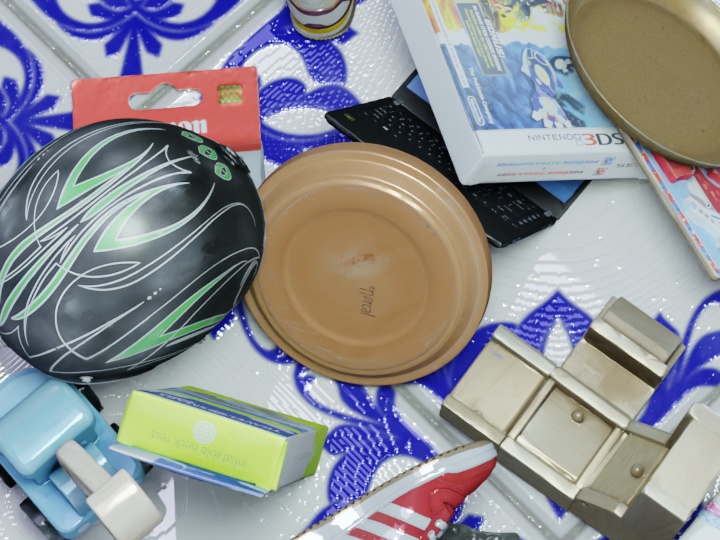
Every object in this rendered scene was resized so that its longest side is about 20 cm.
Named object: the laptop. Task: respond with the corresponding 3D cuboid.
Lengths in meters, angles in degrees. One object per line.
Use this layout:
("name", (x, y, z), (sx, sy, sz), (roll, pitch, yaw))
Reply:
("laptop", (0.101, -0.121, 1.721), (0.177, 0.200, 0.103), (37, 113, 15))

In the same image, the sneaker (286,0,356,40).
("sneaker", (-0.033, -0.297, 1.797), (0.075, 0.090, 0.200), (-5, 71, 1))

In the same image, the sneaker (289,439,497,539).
("sneaker", (0.032, 0.212, 1.567), (0.200, 0.071, 0.113), (-31, 77, -2))

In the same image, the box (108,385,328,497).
("box", (-0.101, 0.123, 1.593), (0.122, 0.200, 0.048), (16, 91, 8))

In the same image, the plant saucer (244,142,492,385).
("plant saucer", (0.000, 0.000, 1.651), (0.200, 0.200, 0.032), (15, 29, 8))

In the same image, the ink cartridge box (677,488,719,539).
("ink cartridge box", (0.308, 0.219, 1.568), (0.145, 0.145, 0.200), (40, 78, 15))

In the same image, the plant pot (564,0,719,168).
("plant pot", (0.240, -0.157, 1.699), (0.200, 0.027, 0.200), (18, 49, -22))

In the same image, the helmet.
("helmet", (-0.183, -0.015, 1.600), (0.200, 0.191, 0.200), (9, 106, 33))

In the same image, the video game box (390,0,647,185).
("video game box", (0.133, -0.162, 1.713), (0.182, 0.047, 0.200), (-2, 59, -31))

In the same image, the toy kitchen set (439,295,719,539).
("toy kitchen set", (0.190, 0.083, 1.603), (0.200, 0.180, 0.163), (35, 75, 9))

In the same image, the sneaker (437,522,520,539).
("sneaker", (0.012, 0.215, 1.633), (0.200, 0.060, 0.104), (19, 74, 4))

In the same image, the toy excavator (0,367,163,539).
("toy excavator", (-0.213, 0.142, 1.592), (0.100, 0.200, 0.194), (-40, 73, -10))

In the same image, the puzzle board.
("puzzle board", (0.278, -0.090, 1.704), (0.151, 0.017, 0.200), (-13, 66, -39))

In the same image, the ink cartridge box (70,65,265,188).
("ink cartridge box", (-0.156, -0.076, 1.747), (0.162, 0.050, 0.200), (-4, 74, 1))
